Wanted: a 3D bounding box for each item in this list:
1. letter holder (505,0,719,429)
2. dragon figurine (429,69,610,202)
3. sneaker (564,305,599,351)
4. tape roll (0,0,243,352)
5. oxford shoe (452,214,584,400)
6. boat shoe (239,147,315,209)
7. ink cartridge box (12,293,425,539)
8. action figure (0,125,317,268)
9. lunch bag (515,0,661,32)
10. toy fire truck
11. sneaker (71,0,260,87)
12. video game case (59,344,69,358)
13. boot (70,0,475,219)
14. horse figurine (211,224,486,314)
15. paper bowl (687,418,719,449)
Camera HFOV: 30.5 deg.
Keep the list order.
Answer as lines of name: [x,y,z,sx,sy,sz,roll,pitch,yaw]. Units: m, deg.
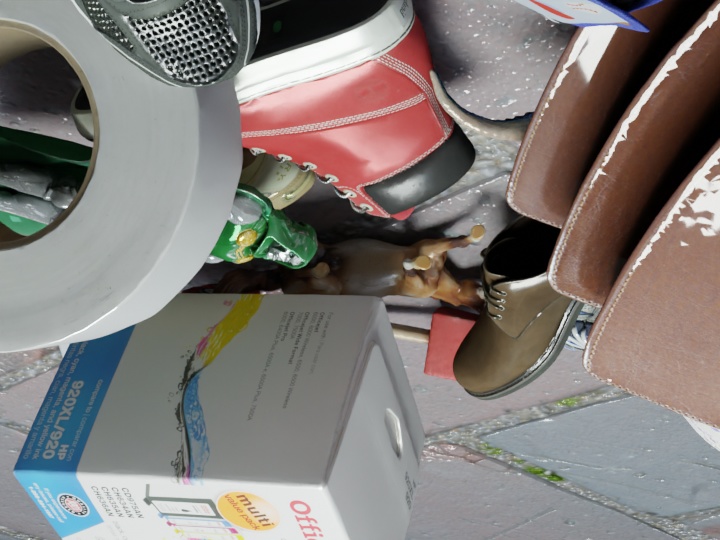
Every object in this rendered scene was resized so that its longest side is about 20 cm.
letter holder: [0.149,-0.043,0.589,0.142,0.101,0.200,21,138,-3]
dragon figurine: [0.137,-0.086,0.694,0.200,0.100,0.059,11,139,5]
sneaker: [0.168,0.031,0.898,0.077,0.085,0.200,27,144,-37]
tape roll: [-0.161,-0.063,0.632,0.202,0.203,0.071,-3,-179,12]
oxford shoe: [0.103,0.010,0.855,0.084,0.073,0.200,9,133,-26]
boat shoe: [-0.116,-0.032,0.827,0.200,0.073,0.063,-23,140,39]
ink cartridge box: [-0.078,0.113,0.829,0.200,0.145,0.147,0,137,19]
action figure: [-0.122,-0.031,0.730,0.200,0.055,0.118,8,156,-2]
lunch bag: [0.066,-0.174,0.485,0.170,0.124,0.200,20,154,-23]
toy fire truck: [-0.018,0.045,0.955,0.200,0.049,0.141,12,-169,21]
sneaker: [-0.109,-0.148,0.507,0.080,0.086,0.200,-29,120,12]
video game case: [-0.144,0.080,1.096,0.200,0.024,0.182,5,153,-3]
boot: [-0.046,-0.070,0.718,0.200,0.073,0.144,-10,135,20]
horse figurine: [0.000,0.000,0.886,0.200,0.050,0.133,-3,169,-5]
paper bowl: [0.272,0.044,0.752,0.200,0.201,0.104,0,133,7]
